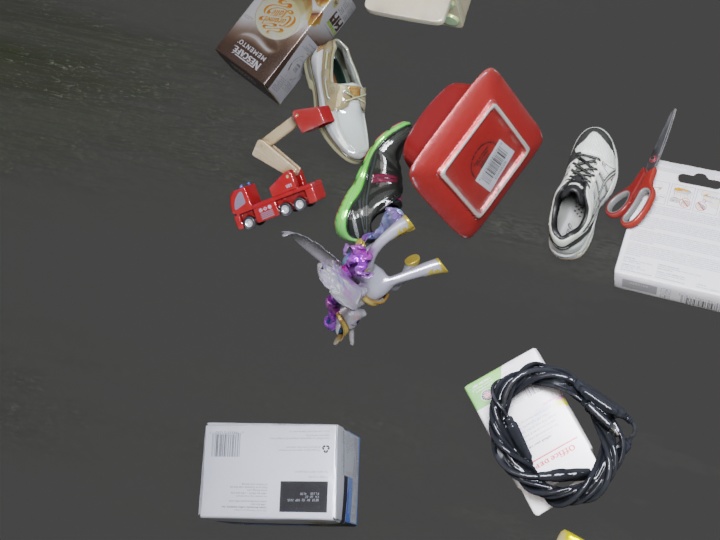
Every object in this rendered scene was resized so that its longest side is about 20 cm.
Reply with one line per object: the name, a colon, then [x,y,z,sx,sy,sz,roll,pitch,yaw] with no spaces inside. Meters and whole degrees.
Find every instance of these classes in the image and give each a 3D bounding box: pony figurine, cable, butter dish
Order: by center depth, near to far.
cable: [0.252,0.214,1.589,0.199,0.051,0.164,33,89,17]
pony figurine: [0.000,0.000,1.718,0.199,0.193,0.167,-38,36,3]
butter dish: [0.136,-0.183,1.739,0.147,0.199,0.201,33,84,43]

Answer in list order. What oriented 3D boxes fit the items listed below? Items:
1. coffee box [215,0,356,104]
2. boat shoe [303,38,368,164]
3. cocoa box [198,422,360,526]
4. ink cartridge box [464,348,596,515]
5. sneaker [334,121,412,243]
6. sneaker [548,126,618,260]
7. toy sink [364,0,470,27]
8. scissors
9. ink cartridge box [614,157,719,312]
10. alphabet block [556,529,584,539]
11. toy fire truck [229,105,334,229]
coffee box: [-0.117,-0.382,1.895,0.114,0.080,0.201,37,87,21]
boat shoe: [-0.029,-0.261,1.833,0.068,0.074,0.202,-39,65,40]
cocoa box: [-0.110,0.289,1.688,0.198,0.131,0.135,-2,75,14]
ink cartridge box: [0.241,0.224,1.645,0.116,0.067,0.201,-29,70,5]
sneaker: [0.033,-0.129,1.802,0.083,0.077,0.202,27,87,2]
sneaker: [0.317,-0.117,1.705,0.075,0.088,0.202,12,77,19]
toy sink: [0.104,-0.448,1.837,0.129,0.112,0.202,13,74,18]
scissors: [0.418,-0.145,1.703,0.201,0.014,0.073,-54,32,-9]
ink cartridge box: [0.457,-0.051,1.683,0.159,0.050,0.201,14,61,18]
alphabet block: [0.302,0.461,1.502,0.195,0.195,0.202,25,84,18]
toy fire truck: [-0.120,-0.155,1.812,0.198,0.049,0.142,-18,95,21]
